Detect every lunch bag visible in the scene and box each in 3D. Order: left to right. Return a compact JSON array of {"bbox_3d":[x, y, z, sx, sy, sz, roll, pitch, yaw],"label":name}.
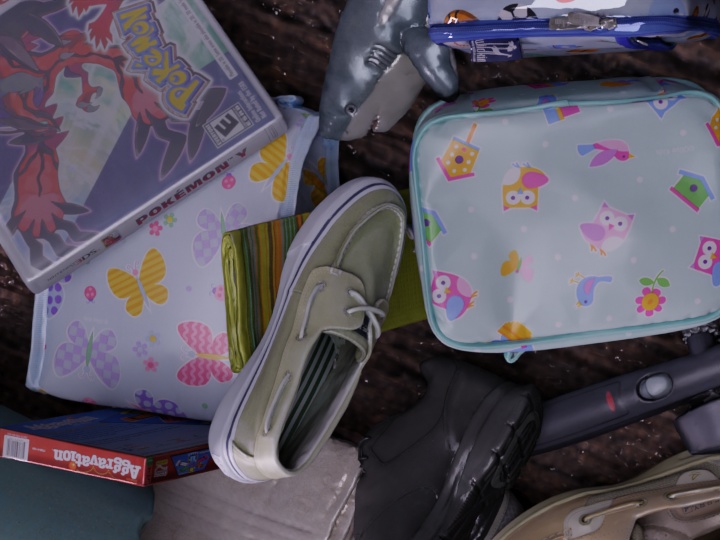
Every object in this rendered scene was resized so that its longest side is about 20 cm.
[{"bbox_3d":[-0.103,-0.014,1.550,0.170,0.127,0.200,6,96,15],"label":"lunch bag"},{"bbox_3d":[0.123,-0.030,1.496,0.200,0.077,0.160,-6,103,0],"label":"lunch bag"},{"bbox_3d":[0.128,-0.157,1.417,0.160,0.200,0.076,1,95,15],"label":"lunch bag"}]

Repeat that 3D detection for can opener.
[{"bbox_3d":[0.165,0.082,1.538,0.200,0.063,0.079,-15,72,20],"label":"can opener"}]

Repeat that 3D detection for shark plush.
[{"bbox_3d":[0.009,-0.173,1.459,0.083,0.091,0.200,-6,121,-1],"label":"shark plush"}]

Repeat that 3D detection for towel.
[{"bbox_3d":[-0.088,0.147,1.595,0.200,0.034,0.133,20,84,27],"label":"towel"},{"bbox_3d":[0.000,0.000,1.504,0.018,0.200,0.086,12,111,48],"label":"towel"}]

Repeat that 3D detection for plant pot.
[{"bbox_3d":[-0.241,0.160,1.510,0.196,0.200,0.200,23,109,-13],"label":"plant pot"}]

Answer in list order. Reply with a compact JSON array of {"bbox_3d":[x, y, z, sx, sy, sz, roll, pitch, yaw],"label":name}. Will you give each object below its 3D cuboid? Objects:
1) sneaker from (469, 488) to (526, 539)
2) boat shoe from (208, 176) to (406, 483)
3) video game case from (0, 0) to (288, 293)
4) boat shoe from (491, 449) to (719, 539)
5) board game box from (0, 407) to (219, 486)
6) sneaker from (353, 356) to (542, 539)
[{"bbox_3d":[0.019,0.181,1.588,0.200,0.074,0.087,-22,116,13],"label":"sneaker"},{"bbox_3d":[-0.016,0.037,1.443,0.062,0.072,0.200,6,64,48],"label":"boat shoe"},{"bbox_3d":[-0.169,-0.110,1.519,0.182,0.023,0.200,-34,64,-3],"label":"video game case"},{"bbox_3d":[0.157,0.171,1.531,0.200,0.065,0.072,-24,112,-2],"label":"boat shoe"},{"bbox_3d":[-0.119,0.100,1.492,0.103,0.200,0.019,10,97,26],"label":"board game box"},{"bbox_3d":[0.029,0.142,1.517,0.091,0.076,0.200,28,73,23],"label":"sneaker"}]
